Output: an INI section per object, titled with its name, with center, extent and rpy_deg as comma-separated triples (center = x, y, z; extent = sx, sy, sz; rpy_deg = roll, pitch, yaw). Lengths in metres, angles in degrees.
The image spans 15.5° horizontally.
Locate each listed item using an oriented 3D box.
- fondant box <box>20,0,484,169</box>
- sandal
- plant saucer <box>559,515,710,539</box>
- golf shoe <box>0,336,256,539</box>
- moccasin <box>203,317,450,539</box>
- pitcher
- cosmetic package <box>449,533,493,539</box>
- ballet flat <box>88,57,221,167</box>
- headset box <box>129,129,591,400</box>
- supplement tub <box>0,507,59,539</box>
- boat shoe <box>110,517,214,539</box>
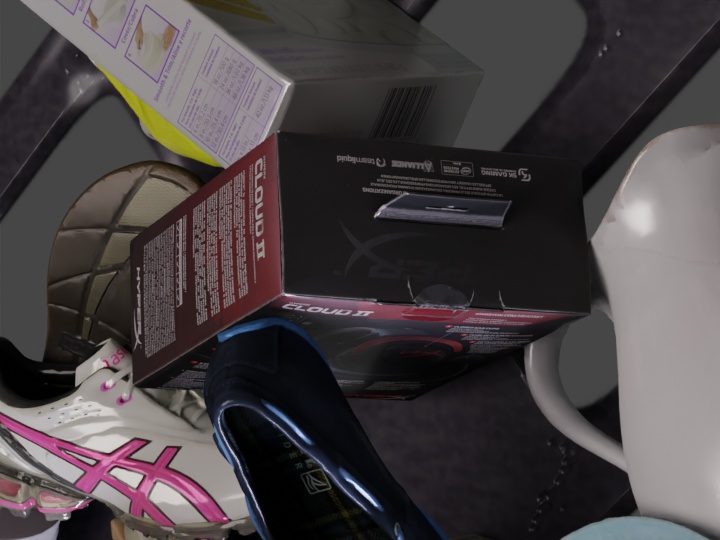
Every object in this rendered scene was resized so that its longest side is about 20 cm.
[fondant box]
center = -0.061, -0.120, 1.259
extent = 0.200, 0.144, 0.058
rpy_deg = 38, 117, 30
[sandal]
center = -0.121, 0.020, 1.384
extent = 0.082, 0.055, 0.200
rpy_deg = 21, 126, 9
[plant saucer]
center = 0.119, 0.201, 1.065
extent = 0.201, 0.039, 0.202
rpy_deg = -15, 71, 49
[golf shoe]
center = -0.111, 0.083, 1.337
extent = 0.200, 0.073, 0.092
rpy_deg = 5, 117, 22
[moccasin]
center = -0.016, 0.117, 1.113
extent = 0.080, 0.068, 0.200
rpy_deg = -26, 111, 23
[pitcher]
center = 0.150, 0.064, 1.133
extent = 0.172, 0.121, 0.200
rpy_deg = -50, 53, 44
[cosmetic package]
center = 0.096, 0.183, 1.190
extent = 0.200, 0.105, 0.071
rpy_deg = 14, 103, 36
[ballet flat]
center = -0.104, -0.107, 1.358
extent = 0.200, 0.067, 0.067
rpy_deg = 49, 143, 28
[headset box]
center = 0.000, 0.000, 1.172
extent = 0.200, 0.148, 0.075
rpy_deg = 149, 122, -61
[supplement tub]
center = -0.253, 0.188, 1.449
extent = 0.145, 0.145, 0.200
rpy_deg = 40, 118, 29
[boat shoe]
center = -0.055, 0.194, 1.337
extent = 0.065, 0.072, 0.200
rpy_deg = -32, 64, -9
